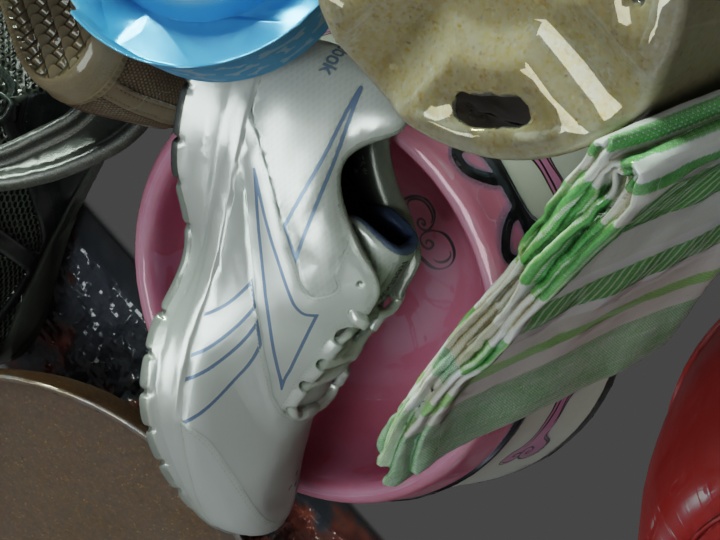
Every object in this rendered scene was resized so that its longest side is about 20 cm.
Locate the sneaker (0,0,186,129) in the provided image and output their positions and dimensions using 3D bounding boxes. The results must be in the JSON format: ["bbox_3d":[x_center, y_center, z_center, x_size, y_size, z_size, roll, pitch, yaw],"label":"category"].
[{"bbox_3d":[-0.103,-0.130,1.121,0.070,0.075,0.201,-38,47,28],"label":"sneaker"}]

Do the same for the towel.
[{"bbox_3d":[0.095,-0.004,0.984,0.023,0.152,0.200,55,143,16],"label":"towel"}]

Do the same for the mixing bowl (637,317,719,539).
[{"bbox_3d":[0.173,0.107,1.035,0.200,0.108,0.201,13,115,29],"label":"mixing bowl"}]

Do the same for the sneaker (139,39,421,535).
[{"bbox_3d":[-0.026,0.010,1.059,0.087,0.074,0.201,16,116,21],"label":"sneaker"}]

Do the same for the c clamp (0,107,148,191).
[{"bbox_3d":[-0.170,-0.108,1.163,0.170,0.027,0.200,-30,70,-4],"label":"c clamp"}]

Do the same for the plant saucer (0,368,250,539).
[{"bbox_3d":[-0.125,0.116,1.249,0.200,0.035,0.201,13,128,17],"label":"plant saucer"}]

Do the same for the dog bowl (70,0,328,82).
[{"bbox_3d":[-0.080,-0.143,1.022,0.200,0.050,0.112,42,86,20],"label":"dog bowl"}]

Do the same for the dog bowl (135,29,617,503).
[{"bbox_3d":[0.000,0.000,1.127,0.200,0.074,0.201,12,113,29],"label":"dog bowl"}]

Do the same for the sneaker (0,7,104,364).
[{"bbox_3d":[-0.162,-0.041,1.191,0.076,0.114,0.200,30,114,21],"label":"sneaker"}]

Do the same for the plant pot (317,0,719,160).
[{"bbox_3d":[0.084,-0.122,0.958,0.200,0.183,0.201,12,114,28],"label":"plant pot"}]
